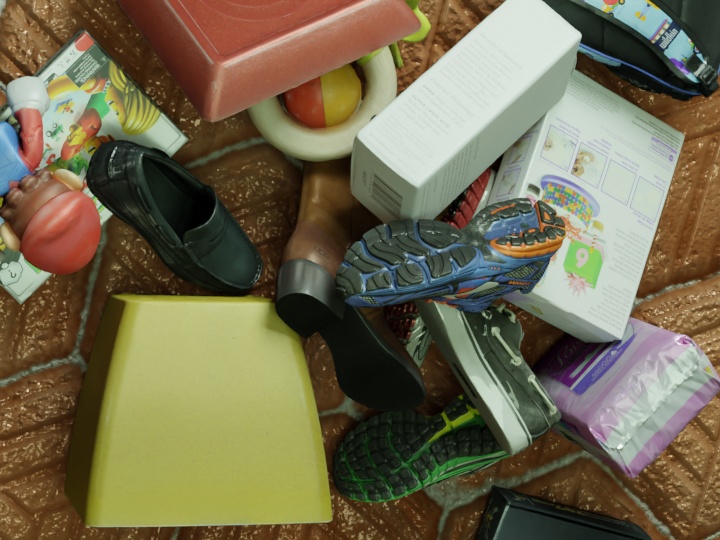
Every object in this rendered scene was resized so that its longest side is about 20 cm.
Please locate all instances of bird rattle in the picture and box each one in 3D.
[{"bbox_3d":[-0.041,-0.172,1.481,0.199,0.113,0.164,-8,88,-17],"label":"bird rattle"}]

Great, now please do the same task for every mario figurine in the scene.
[{"bbox_3d":[-0.290,-0.078,1.449,0.200,0.106,0.123,48,125,-8],"label":"mario figurine"}]

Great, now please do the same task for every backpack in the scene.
[{"bbox_3d":[0.228,-0.259,1.533,0.199,0.135,0.184,19,98,-18],"label":"backpack"}]

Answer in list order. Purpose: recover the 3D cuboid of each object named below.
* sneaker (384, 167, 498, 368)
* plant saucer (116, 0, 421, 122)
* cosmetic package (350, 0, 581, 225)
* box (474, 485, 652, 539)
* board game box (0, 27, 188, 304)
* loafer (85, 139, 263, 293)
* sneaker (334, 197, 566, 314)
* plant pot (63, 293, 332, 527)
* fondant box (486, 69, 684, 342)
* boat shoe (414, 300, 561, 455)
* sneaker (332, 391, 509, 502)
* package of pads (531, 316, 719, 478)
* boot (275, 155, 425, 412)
[{"bbox_3d":[0.085,0.007,1.588,0.082,0.078,0.201,26,95,-20],"label":"sneaker"},{"bbox_3d":[-0.083,-0.230,1.423,0.199,0.200,0.037,-26,149,-19],"label":"plant saucer"},{"bbox_3d":[0.085,-0.128,1.465,0.074,0.102,0.200,41,69,14],"label":"cosmetic package"},{"bbox_3d":[0.168,0.318,1.694,0.157,0.051,0.201,17,98,-16],"label":"box"},{"bbox_3d":[-0.258,-0.087,1.500,0.200,0.035,0.126,-45,109,-1],"label":"board game box"},{"bbox_3d":[-0.143,-0.040,1.494,0.200,0.070,0.068,42,59,-41],"label":"loafer"},{"bbox_3d":[0.073,0.004,1.434,0.199,0.075,0.079,-10,131,-21],"label":"sneaker"},{"bbox_3d":[-0.139,0.110,1.502,0.198,0.200,0.178,0,91,-14],"label":"plant pot"},{"bbox_3d":[0.188,-0.057,1.568,0.144,0.058,0.201,27,73,-24],"label":"fondant box"},{"bbox_3d":[0.103,0.059,1.525,0.063,0.071,0.201,-33,107,-9],"label":"boat shoe"},{"bbox_3d":[0.070,0.164,1.616,0.199,0.085,0.079,-17,65,9],"label":"sneaker"},{"bbox_3d":[0.226,0.102,1.581,0.120,0.200,0.076,-43,104,-5],"label":"package of pads"},{"bbox_3d":[0.000,0.000,1.526,0.068,0.201,0.188,-29,126,34],"label":"boot"}]
